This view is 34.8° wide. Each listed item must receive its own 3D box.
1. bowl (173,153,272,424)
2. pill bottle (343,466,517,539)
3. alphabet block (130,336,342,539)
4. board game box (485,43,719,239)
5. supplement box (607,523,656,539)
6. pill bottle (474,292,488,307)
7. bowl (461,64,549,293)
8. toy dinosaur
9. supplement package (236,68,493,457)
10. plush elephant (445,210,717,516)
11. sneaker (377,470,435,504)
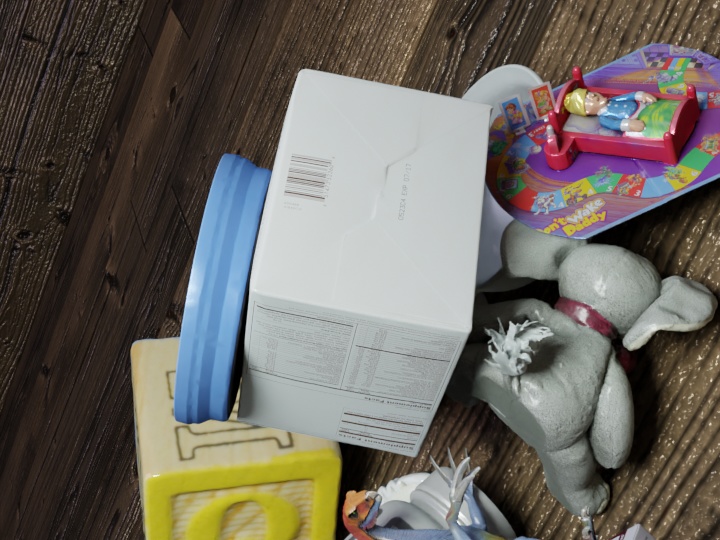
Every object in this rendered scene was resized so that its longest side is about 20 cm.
[{"bbox_3d":[-0.098,0.016,0.847,0.201,0.039,0.202,-170,90,-88],"label":"bowl"},{"bbox_3d":[0.024,0.254,0.900,0.200,0.113,0.113,-40,17,-19],"label":"pill bottle"},{"bbox_3d":[-0.135,0.199,1.206,0.200,0.195,0.196,-111,19,-52],"label":"alphabet block"},{"bbox_3d":[0.180,-0.108,0.822,0.199,0.039,0.158,-25,44,3],"label":"board game box"},{"bbox_3d":[0.140,0.255,0.740,0.200,0.109,0.061,-45,1,41],"label":"supplement box"},{"bbox_3d":[0.035,0.076,1.079,0.200,0.112,0.113,-40,42,50],"label":"pill bottle"},{"bbox_3d":[0.136,-0.066,0.975,0.201,0.090,0.202,-42,40,50],"label":"bowl"},{"bbox_3d":[0.078,0.204,0.814,0.181,0.105,0.201,-11,61,13],"label":"toy dinosaur"},{"bbox_3d":[0.000,0.000,0.842,0.200,0.146,0.192,104,176,-57],"label":"supplement package"},{"bbox_3d":[0.155,0.047,0.820,0.165,0.155,0.200,41,163,26],"label":"plush elephant"},{"bbox_3d":[0.037,0.251,1.036,0.200,0.075,0.081,-62,36,41],"label":"sneaker"}]
